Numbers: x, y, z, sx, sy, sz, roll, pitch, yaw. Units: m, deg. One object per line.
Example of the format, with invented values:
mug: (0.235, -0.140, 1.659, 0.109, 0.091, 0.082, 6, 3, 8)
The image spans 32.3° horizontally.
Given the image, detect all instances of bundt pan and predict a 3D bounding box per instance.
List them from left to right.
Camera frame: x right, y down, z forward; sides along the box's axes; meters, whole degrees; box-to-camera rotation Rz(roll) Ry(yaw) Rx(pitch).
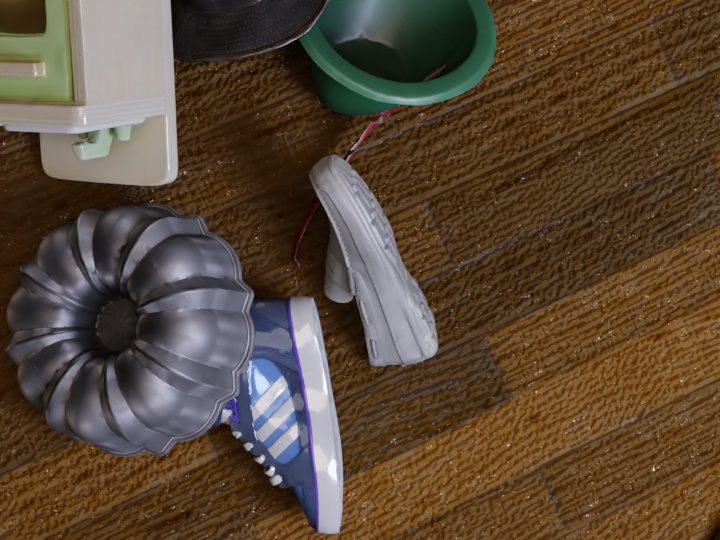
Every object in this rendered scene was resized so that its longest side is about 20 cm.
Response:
bundt pan: (-0.185, 0.041, 0.947, 0.201, 0.076, 0.203, -3, 81, 17)

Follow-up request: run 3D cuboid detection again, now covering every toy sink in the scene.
toy sink: (-0.223, -0.158, 0.921, 0.130, 0.112, 0.201, 7, 105, 27)

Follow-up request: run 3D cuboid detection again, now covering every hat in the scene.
hat: (-0.103, -0.260, 0.950, 0.199, 0.081, 0.202, -6, 64, 12)
hat: (-0.002, -0.150, 1.044, 0.199, 0.176, 0.166, -28, 70, -30)

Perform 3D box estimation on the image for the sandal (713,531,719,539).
sandal: (0.327, 0.317, 1.076, 0.080, 0.054, 0.201, 19, 88, -8)

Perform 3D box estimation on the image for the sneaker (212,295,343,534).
sneaker: (-0.095, 0.122, 1.008, 0.145, 0.081, 0.201, -8, 97, 2)

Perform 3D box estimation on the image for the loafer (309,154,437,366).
loafer: (0.000, 0.000, 0.992, 0.069, 0.070, 0.201, -20, 120, 10)
